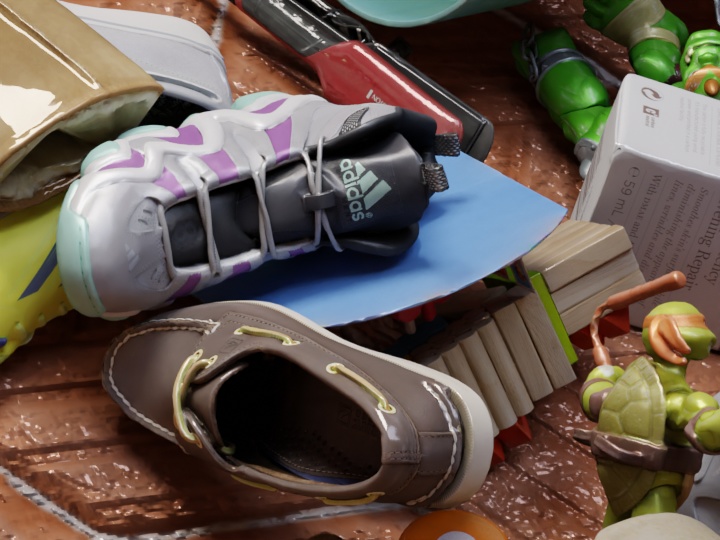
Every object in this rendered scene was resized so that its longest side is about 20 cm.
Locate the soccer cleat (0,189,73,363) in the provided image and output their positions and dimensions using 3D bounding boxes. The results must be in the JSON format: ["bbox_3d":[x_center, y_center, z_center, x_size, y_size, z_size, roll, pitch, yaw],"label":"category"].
[{"bbox_3d":[-0.158,0.008,1.284,0.200,0.065,0.084,-7,68,-36],"label":"soccer cleat"}]

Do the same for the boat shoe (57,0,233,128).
[{"bbox_3d":[-0.152,-0.083,1.393,0.200,0.072,0.069,8,37,-31],"label":"boat shoe"}]

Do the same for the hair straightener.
[{"bbox_3d":[-0.010,-0.108,1.521,0.200,0.041,0.077,33,17,27],"label":"hair straightener"}]

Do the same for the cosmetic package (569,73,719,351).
[{"bbox_3d":[0.205,-0.012,1.431,0.200,0.102,0.074,16,37,-2],"label":"cosmetic package"}]

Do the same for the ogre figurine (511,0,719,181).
[{"bbox_3d":[0.184,-0.094,1.526,0.199,0.098,0.120,7,44,-7],"label":"ogre figurine"}]

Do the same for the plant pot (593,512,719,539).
[{"bbox_3d":[0.135,0.192,1.062,0.200,0.201,0.183,-14,42,-37],"label":"plant pot"}]

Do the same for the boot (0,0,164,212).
[{"bbox_3d":[-0.158,-0.128,1.329,0.175,0.066,0.200,-35,59,-24],"label":"boot"}]

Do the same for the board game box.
[{"bbox_3d":[0.000,0.000,1.338,0.158,0.039,0.200,-22,23,-17],"label":"board game box"}]

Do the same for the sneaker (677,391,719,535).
[{"bbox_3d":[0.184,0.137,1.254,0.075,0.115,0.200,-11,80,-35],"label":"sneaker"}]

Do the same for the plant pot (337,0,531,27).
[{"bbox_3d":[0.078,-0.231,1.545,0.161,0.201,0.201,-8,44,-39],"label":"plant pot"}]

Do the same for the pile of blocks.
[{"bbox_3d":[0.057,0.047,1.333,0.200,0.082,0.062,-36,107,-39],"label":"pile of blocks"}]

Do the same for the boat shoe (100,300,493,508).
[{"bbox_3d":[-0.039,0.054,1.205,0.200,0.072,0.059,16,8,40],"label":"boat shoe"}]

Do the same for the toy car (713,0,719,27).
[{"bbox_3d":[0.199,-0.201,1.658,0.164,0.158,0.200,-4,59,-42],"label":"toy car"}]

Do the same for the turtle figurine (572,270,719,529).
[{"bbox_3d":[0.123,0.081,1.197,0.064,0.162,0.200,8,1,-26],"label":"turtle figurine"}]

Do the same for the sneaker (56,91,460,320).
[{"bbox_3d":[-0.029,-0.033,1.267,0.140,0.078,0.200,2,23,33],"label":"sneaker"}]

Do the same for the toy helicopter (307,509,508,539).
[{"bbox_3d":[-0.039,0.152,1.148,0.200,0.079,0.132,11,45,7],"label":"toy helicopter"}]
